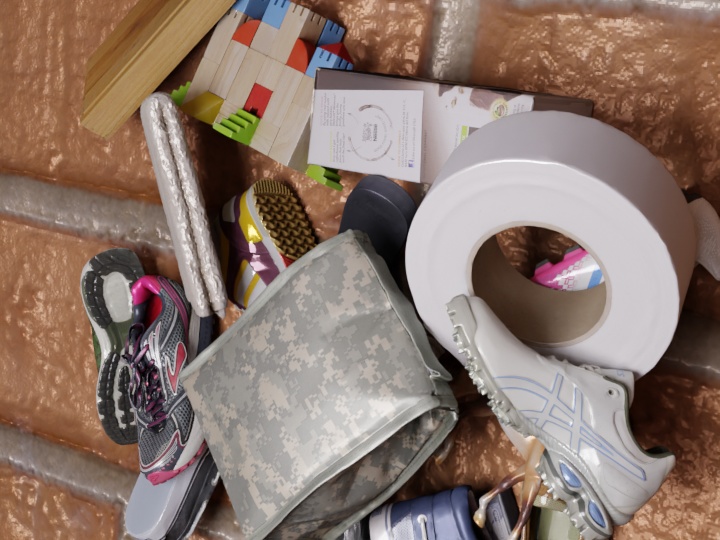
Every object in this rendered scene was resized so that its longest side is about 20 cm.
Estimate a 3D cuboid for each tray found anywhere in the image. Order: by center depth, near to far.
[{"bbox_3d":[-0.190,-0.222,1.253,0.199,0.037,0.100,-40,37,29],"label":"tray"}]

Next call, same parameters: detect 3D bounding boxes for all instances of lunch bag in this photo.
[{"bbox_3d":[-0.022,0.091,1.029,0.200,0.117,0.165,-43,58,26],"label":"lunch bag"}]

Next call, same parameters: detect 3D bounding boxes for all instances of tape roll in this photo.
[{"bbox_3d":[0.133,-0.008,0.957,0.199,0.071,0.205,13,129,16],"label":"tape roll"}]

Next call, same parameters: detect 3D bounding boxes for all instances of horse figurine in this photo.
[{"bbox_3d":[0.111,0.120,1.028,0.133,0.050,0.200,-47,54,11],"label":"horse figurine"}]

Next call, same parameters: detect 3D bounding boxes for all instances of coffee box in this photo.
[{"bbox_3d":[0.069,-0.110,1.072,0.198,0.112,0.081,12,101,32],"label":"coffee box"}]

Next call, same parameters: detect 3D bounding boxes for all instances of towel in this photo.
[{"bbox_3d":[-0.156,-0.058,1.194,0.034,0.132,0.203,-15,98,-11],"label":"towel"}]

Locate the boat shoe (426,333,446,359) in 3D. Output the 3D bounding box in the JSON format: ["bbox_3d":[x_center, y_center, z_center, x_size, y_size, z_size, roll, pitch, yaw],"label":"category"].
[{"bbox_3d":[0.006,0.122,1.171,0.067,0.057,0.200,41,112,1],"label":"boat shoe"}]

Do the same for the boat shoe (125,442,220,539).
[{"bbox_3d":[-0.147,0.167,1.267,0.073,0.068,0.202,13,77,43],"label":"boat shoe"}]

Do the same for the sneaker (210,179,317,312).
[{"bbox_3d":[-0.074,0.025,1.211,0.090,0.074,0.203,-31,71,40],"label":"sneaker"}]

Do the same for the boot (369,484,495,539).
[{"bbox_3d":[0.079,0.279,1.096,0.089,0.073,0.203,-19,92,19],"label":"boot"}]

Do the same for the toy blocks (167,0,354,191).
[{"bbox_3d":[-0.069,-0.174,1.181,0.199,0.099,0.138,31,97,38],"label":"toy blocks"}]

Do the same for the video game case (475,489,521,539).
[{"bbox_3d":[0.080,0.305,1.151,0.179,0.025,0.203,-23,82,33],"label":"video game case"}]

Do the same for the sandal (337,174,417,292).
[{"bbox_3d":[-0.001,-0.001,1.109,0.075,0.043,0.201,27,146,15],"label":"sandal"}]

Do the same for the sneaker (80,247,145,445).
[{"bbox_3d":[-0.235,0.070,1.333,0.089,0.076,0.203,-149,53,-68],"label":"sneaker"}]

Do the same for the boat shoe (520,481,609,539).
[{"bbox_3d":[0.162,0.169,1.055,0.075,0.073,0.204,4,96,33],"label":"boat shoe"}]

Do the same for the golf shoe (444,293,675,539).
[{"bbox_3d":[0.140,0.085,0.944,0.097,0.078,0.201,-36,96,3],"label":"golf shoe"}]

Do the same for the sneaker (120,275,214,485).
[{"bbox_3d":[-0.186,0.100,1.235,0.080,0.074,0.202,-25,51,28],"label":"sneaker"}]

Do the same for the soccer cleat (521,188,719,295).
[{"bbox_3d":[0.190,0.016,1.027,0.199,0.070,0.087,-32,78,31],"label":"soccer cleat"}]

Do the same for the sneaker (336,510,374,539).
[{"bbox_3d":[-0.026,0.209,1.144,0.089,0.076,0.204,1,98,21],"label":"sneaker"}]
